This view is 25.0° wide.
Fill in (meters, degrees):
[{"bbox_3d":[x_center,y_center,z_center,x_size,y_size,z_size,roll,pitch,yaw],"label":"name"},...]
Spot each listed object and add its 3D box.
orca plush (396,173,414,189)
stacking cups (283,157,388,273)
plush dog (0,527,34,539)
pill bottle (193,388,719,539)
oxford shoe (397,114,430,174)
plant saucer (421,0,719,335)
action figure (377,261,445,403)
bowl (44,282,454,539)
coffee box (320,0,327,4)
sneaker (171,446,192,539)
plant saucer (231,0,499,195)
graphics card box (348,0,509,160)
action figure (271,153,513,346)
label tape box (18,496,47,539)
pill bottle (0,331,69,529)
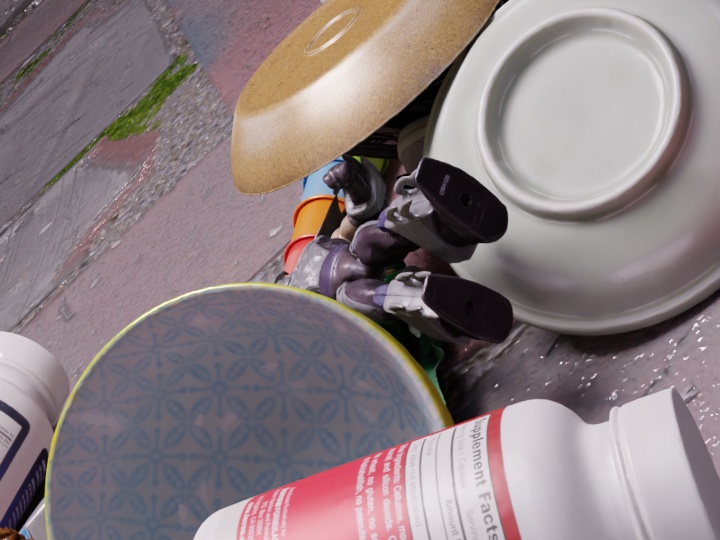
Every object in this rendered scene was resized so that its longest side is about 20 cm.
[{"bbox_3d":[0.087,-0.067,0.879,0.199,0.071,0.106,-11,76,45],"label":"orca plush"},{"bbox_3d":[-0.013,-0.044,1.098,0.060,0.060,0.201,-30,31,30],"label":"stacking cups"},{"bbox_3d":[-0.212,0.219,0.799,0.201,0.160,0.172,-54,31,5],"label":"plush dog"},{"bbox_3d":[0.042,0.118,0.627,0.198,0.113,0.113,-21,29,15],"label":"pill bottle"},{"bbox_3d":[0.111,-0.083,0.954,0.199,0.075,0.058,-20,71,30],"label":"oxford shoe"},{"bbox_3d":[0.113,-0.071,0.797,0.198,0.050,0.202,-10,69,25],"label":"plant saucer"},{"bbox_3d":[0.007,0.048,0.912,0.118,0.055,0.201,-37,20,25],"label":"action figure"},{"bbox_3d":[-0.036,0.106,0.765,0.200,0.201,0.108,-39,-11,12],"label":"bowl"},{"bbox_3d":[0.084,-0.225,1.160,0.199,0.113,0.080,-31,26,26],"label":"coffee box"},{"bbox_3d":[-0.083,0.144,0.854,0.074,0.082,0.202,7,81,47],"label":"sneaker"},{"bbox_3d":[-0.006,-0.124,0.922,0.200,0.035,0.201,-36,20,15],"label":"plant saucer"},{"bbox_3d":[0.070,-0.121,1.001,0.199,0.125,0.051,-23,74,43],"label":"graphics card box"},{"bbox_3d":[0.000,0.000,0.827,0.199,0.069,0.131,-13,63,59],"label":"action figure"},{"bbox_3d":[-0.156,0.147,0.943,0.201,0.063,0.144,-53,4,-21],"label":"label tape box"},{"bbox_3d":[-0.286,0.142,1.157,0.111,0.111,0.201,-24,30,39],"label":"pill bottle"}]
